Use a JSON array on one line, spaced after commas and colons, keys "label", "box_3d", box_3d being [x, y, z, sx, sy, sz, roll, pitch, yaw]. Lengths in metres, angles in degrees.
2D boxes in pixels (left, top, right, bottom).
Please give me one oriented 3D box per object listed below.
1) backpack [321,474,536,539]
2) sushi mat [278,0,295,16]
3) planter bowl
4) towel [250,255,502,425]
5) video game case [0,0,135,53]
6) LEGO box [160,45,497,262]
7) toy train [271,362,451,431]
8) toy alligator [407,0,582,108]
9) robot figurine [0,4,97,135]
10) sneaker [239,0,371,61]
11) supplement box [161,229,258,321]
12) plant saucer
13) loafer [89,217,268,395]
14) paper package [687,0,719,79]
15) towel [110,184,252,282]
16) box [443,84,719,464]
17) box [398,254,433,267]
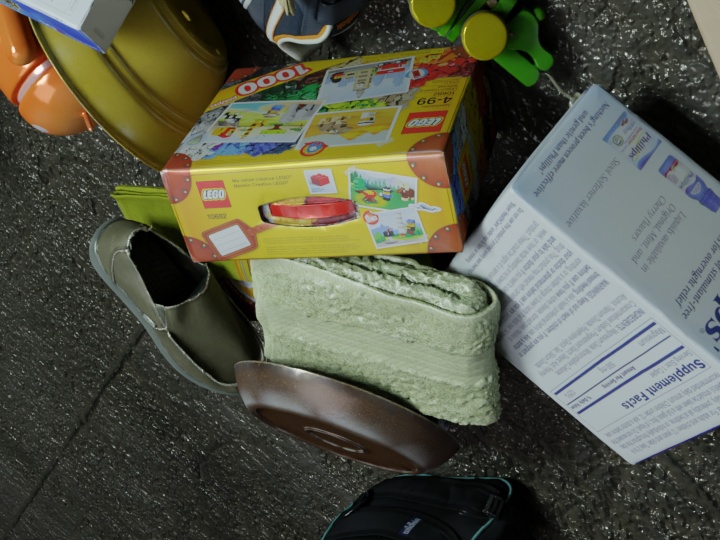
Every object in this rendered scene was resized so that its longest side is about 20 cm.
[{"label": "backpack", "box_3d": [0.061, 0.292, 1.063, 0.198, 0.175, 0.155, 3, 125, 45]}, {"label": "sushi mat", "box_3d": [-0.064, -0.206, 0.612, 0.200, 0.012, 0.097, -105, -10, -87]}, {"label": "planter bowl", "box_3d": [-0.164, -0.181, 0.851, 0.083, 0.201, 0.201, -33, 104, 17]}, {"label": "towel", "box_3d": [0.009, 0.045, 0.785, 0.197, 0.037, 0.150, 13, 139, 21]}, {"label": "video game case", "box_3d": [-0.221, -0.277, 0.773, 0.198, 0.183, 0.045, 27, 175, 20]}, {"label": "LEGO box", "box_3d": [-0.015, -0.082, 0.747, 0.196, 0.150, 0.078, -2, 126, 20]}, {"label": "toy train", "box_3d": [-0.002, 0.098, 1.016, 0.197, 0.085, 0.116, 15, 124, 33]}, {"label": "toy alligator", "box_3d": [0.092, -0.164, 0.699, 0.198, 0.059, 0.055, 29, 110, -10]}, {"label": "robot figurine", "box_3d": [-0.276, -0.203, 0.928, 0.201, 0.116, 0.144, 53, 151, -1]}, {"label": "sneaker", "box_3d": [-0.018, -0.212, 0.729, 0.080, 0.078, 0.200, 52, 154, -4]}, {"label": "supplement box", "box_3d": [-0.097, -0.021, 0.978, 0.198, 0.086, 0.111, -2, 125, 43]}, {"label": "plant saucer", "box_3d": [-0.016, 0.127, 0.880, 0.197, 0.033, 0.201, 19, 164, 6]}, {"label": "loafer", "box_3d": [-0.151, 0.035, 0.930, 0.200, 0.076, 0.069, 45, 155, -20]}, {"label": "paper package", "box_3d": [0.277, -0.122, 0.523, 0.189, 0.104, 0.202, -8, 121, 46]}, {"label": "towel", "box_3d": [-0.134, -0.028, 0.919, 0.198, 0.018, 0.087, 9, 129, 38]}, {"label": "box", "box_3d": [0.172, 0.012, 0.720, 0.199, 0.105, 0.184, 40, 157, 4]}, {"label": "box", "box_3d": [0.000, 0.000, 0.875, 0.047, 0.121, 0.202, 33, 147, 49]}]
